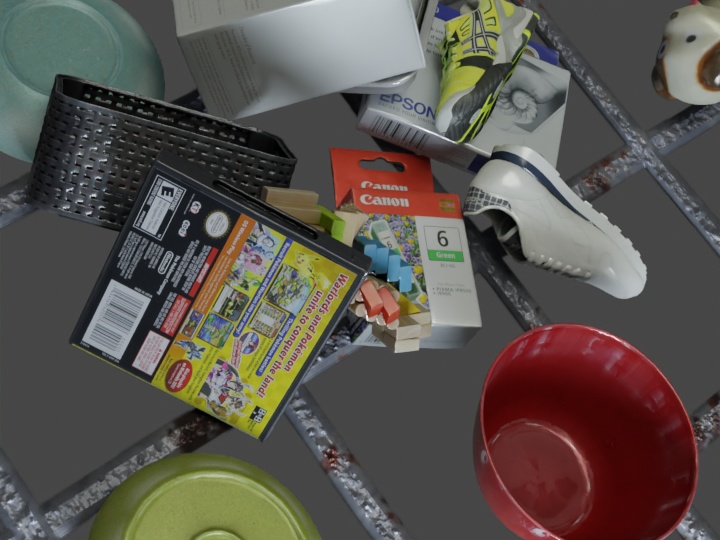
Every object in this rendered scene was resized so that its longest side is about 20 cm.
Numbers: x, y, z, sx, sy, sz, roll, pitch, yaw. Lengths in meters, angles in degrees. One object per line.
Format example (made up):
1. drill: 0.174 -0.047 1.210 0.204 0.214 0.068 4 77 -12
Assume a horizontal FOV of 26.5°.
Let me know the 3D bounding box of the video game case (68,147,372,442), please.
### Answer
1. video game case: -0.113 0.025 1.191 0.180 0.200 0.026 28 35 -6

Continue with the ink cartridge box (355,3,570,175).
1. ink cartridge box: 0.106 -0.186 1.482 0.198 0.041 0.201 20 54 -11

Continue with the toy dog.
1. toy dog: 0.391 -0.235 1.593 0.199 0.139 0.195 -17 107 -31

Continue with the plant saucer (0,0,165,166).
1. plant saucer: -0.265 -0.185 1.336 0.200 0.039 0.202 10 59 -18

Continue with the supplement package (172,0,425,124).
1. supplement package: -0.056 -0.229 1.340 0.199 0.118 0.117 -14 51 4

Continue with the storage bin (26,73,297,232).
1. storage bin: -0.164 -0.083 1.249 0.199 0.135 0.094 16 101 -15

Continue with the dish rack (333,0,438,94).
1. dish rack: -0.007 -0.239 1.437 0.170 0.044 0.201 4 56 17

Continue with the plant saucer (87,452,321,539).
1. plant saucer: -0.113 0.230 1.177 0.199 0.031 0.201 10 59 -17

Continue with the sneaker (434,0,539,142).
1. sneaker: 0.100 -0.189 1.417 0.076 0.076 0.200 27 42 4

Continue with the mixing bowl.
1. mixing bowl: 0.170 0.157 1.286 0.199 0.108 0.201 10 59 -18

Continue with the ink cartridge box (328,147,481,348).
1. ink cartridge box: 0.037 -0.031 1.369 0.108 0.050 0.201 3 63 -21

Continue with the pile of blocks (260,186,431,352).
1. pile of blocks: 0.000 0.000 1.224 0.200 0.062 0.082 34 91 -33

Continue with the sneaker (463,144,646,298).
1. sneaker: 0.178 -0.028 1.409 0.200 0.076 0.081 38 68 -16
